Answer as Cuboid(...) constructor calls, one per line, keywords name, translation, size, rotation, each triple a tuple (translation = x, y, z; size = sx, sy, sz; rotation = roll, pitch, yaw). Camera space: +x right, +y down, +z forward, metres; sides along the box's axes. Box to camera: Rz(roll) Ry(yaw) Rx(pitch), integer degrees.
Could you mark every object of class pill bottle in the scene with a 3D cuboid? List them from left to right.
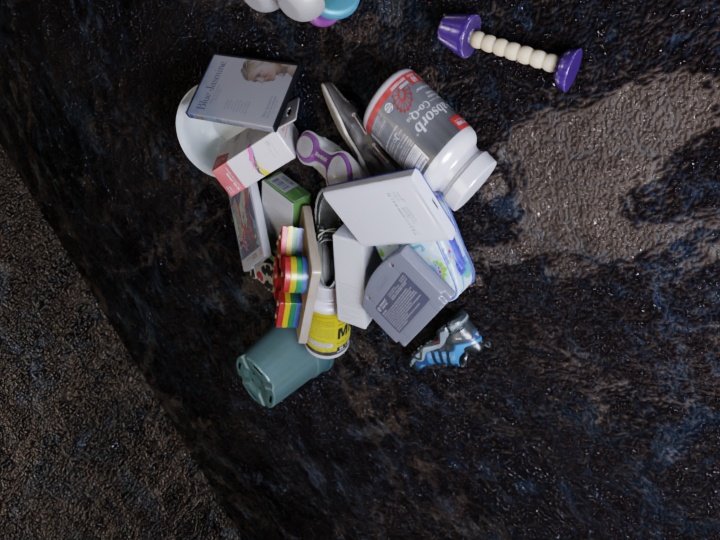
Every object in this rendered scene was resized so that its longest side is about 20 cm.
Cuboid(name="pill bottle", translation=(-0.074, 0.089, 1.229), size=(0.112, 0.113, 0.205), rotation=(29, 135, 28))
Cuboid(name="pill bottle", translation=(0.106, -0.197, 0.834), size=(0.200, 0.115, 0.117), rotation=(46, 141, 10))

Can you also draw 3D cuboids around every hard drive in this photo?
Cuboid(name="hard drive", translation=(0.043, -0.096, 0.882), size=(0.196, 0.026, 0.133), rotation=(-1, 138, 46))

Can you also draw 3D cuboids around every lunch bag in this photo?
Cuboid(name="lunch bag", translation=(0.109, -0.042, 0.968), size=(0.158, 0.082, 0.205), rotation=(-14, 106, 51))

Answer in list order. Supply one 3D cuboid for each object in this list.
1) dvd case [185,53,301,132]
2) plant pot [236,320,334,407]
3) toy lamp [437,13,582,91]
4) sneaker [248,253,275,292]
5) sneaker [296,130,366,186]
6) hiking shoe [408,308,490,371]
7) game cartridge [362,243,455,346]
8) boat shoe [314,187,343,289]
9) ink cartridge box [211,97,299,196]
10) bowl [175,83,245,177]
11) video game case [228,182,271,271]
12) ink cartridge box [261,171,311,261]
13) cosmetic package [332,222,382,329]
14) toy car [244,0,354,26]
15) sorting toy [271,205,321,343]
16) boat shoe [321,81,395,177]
Cuboid(name="dvd case", translation=(-0.220, -0.338, 1.027), size=(0.193, 0.147, 0.018), rotation=(13, 162, 18))
Cuboid(name="plant pot", translation=(-0.201, 0.228, 1.399), size=(0.197, 0.195, 0.206), rotation=(27, 134, 31))
Cuboid(name="toy lamp", translation=(0.191, -0.296, 0.724), size=(0.196, 0.058, 0.060), rotation=(30, 136, 25))
Cuboid(name="sneaker", translation=(-0.221, -0.009, 1.353), size=(0.199, 0.081, 0.083), rotation=(41, 126, 41))
Cuboid(name="sneaker", translation=(-0.034, -0.189, 0.997), size=(0.201, 0.098, 0.076), rotation=(49, 116, 32))
Cuboid(name="hiking shoe", translation=(0.162, 0.162, 1.063), size=(0.087, 0.074, 0.201), rotation=(48, 141, 8))
Cuboid(name="game cartridge", translation=(0.075, 0.045, 0.975), size=(0.132, 0.041, 0.201), rotation=(41, 143, 5))
Cuboid(name="boat shoe", translation=(-0.057, -0.064, 1.095), size=(0.069, 0.071, 0.208), rotation=(-5, 95, 7))
Cuboid(name="ink cartridge box", translation=(-0.187, -0.242, 1.066), size=(0.195, 0.118, 0.068), rotation=(-27, 125, 17))
Cuboid(name="bowl", translation=(-0.280, -0.306, 1.155), size=(0.193, 0.091, 0.208), rotation=(1, 120, 2))
Cuboid(name="video game case", translation=(-0.263, -0.114, 1.281), size=(0.181, 0.022, 0.208), rotation=(-22, 79, 61))
Cuboid(name="ink cartridge box", translation=(-0.171, -0.106, 1.236), size=(0.103, 0.059, 0.204), rotation=(36, 138, 25))
Cuboid(name="cosmetic package", translation=(0.000, 0.000, 1.090), size=(0.069, 0.102, 0.206), rotation=(15, 128, 22))
Cuboid(name="toy car", translation=(-0.078, -0.449, 0.839), size=(0.196, 0.178, 0.150), rotation=(26, 169, 30))
Cuboid(name="sorting toy", translation=(-0.140, 0.006, 1.131), size=(0.204, 0.067, 0.203), rotation=(-104, 22, -46))
Cuboid(name="boat shoe", translation=(-0.004, -0.248, 0.973), size=(0.205, 0.056, 0.067), rotation=(62, 177, -3))
